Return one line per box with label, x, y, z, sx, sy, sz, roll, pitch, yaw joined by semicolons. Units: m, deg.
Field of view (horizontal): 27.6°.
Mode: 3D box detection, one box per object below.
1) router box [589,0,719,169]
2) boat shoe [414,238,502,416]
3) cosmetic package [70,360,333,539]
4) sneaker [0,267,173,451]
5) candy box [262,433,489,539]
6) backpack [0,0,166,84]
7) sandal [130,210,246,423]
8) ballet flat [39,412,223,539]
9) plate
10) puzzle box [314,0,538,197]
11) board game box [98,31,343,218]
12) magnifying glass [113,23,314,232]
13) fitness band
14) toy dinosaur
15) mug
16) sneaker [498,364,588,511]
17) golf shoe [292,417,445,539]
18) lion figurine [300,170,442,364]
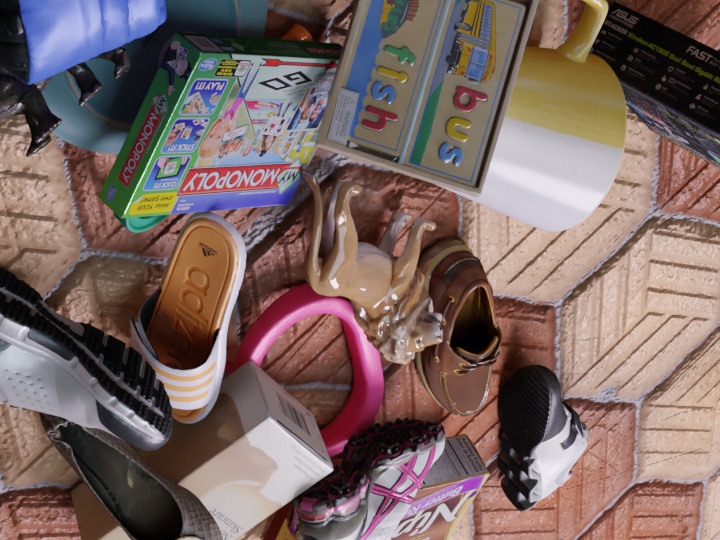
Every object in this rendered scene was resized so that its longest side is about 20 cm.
router box;0.299;-0.140;1.258;0.062;0.200;0.150;-53;136;3
boat shoe;0.094;0.067;1.359;0.072;0.068;0.201;-24;133;-19
cosmetic package;-0.134;0.178;1.239;0.199;0.071;0.105;-37;132;11
sneaker;-0.230;0.077;1.098;0.199;0.074;0.080;36;110;-12
candy box;0.015;0.228;1.416;0.198;0.057;0.117;-5;138;-32
backpack;-0.185;-0.219;0.848;0.167;0.200;0.164;-27;133;-17
sandal;-0.145;0.045;1.139;0.059;0.079;0.208;-43;157;-48
ballet flat;-0.185;0.171;1.162;0.067;0.200;0.046;-39;-178;11
plate;-0.150;-0.168;1.038;0.199;0.026;0.202;-19;130;-24
puzzle box;0.056;-0.168;1.092;0.132;0.025;0.202;16;90;-9
board game box;-0.090;-0.106;1.070;0.199;0.029;0.135;-10;134;-57
magnifying glass;-0.109;-0.107;1.100;0.200;0.022;0.080;-48;164;-6
fitness band;-0.048;0.099;1.303;0.143;0.037;0.201;-28;135;-16
toy dinosaur;-0.214;-0.143;0.946;0.200;0.077;0.102;-44;97;-5
mug;0.113;-0.137;1.191;0.152;0.149;0.189;10;82;-31
sneaker;0.193;0.157;1.500;0.088;0.074;0.201;-23;142;-20
golf shoe;0.010;0.200;1.318;0.199;0.072;0.093;-30;119;-46
lion figurine;0.000;0.000;1.218;0.199;0.072;0.124;23;88;-43
